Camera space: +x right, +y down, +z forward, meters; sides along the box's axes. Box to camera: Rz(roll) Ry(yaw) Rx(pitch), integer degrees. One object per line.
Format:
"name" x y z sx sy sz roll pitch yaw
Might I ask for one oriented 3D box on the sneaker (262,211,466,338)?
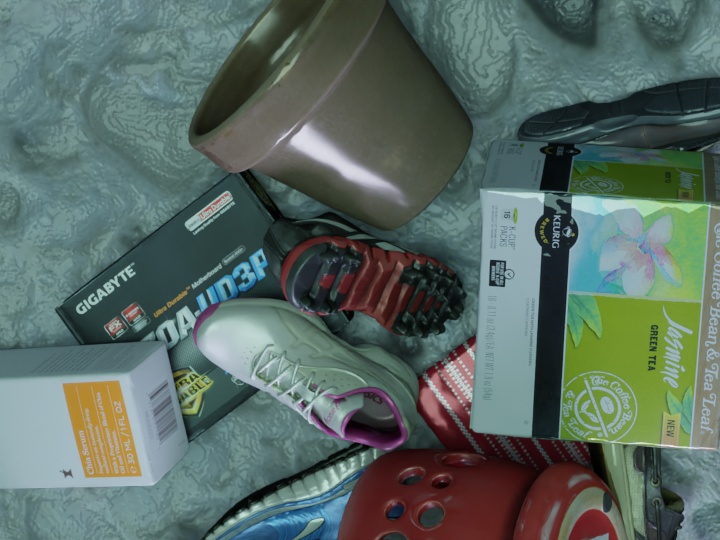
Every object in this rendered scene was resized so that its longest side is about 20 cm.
"sneaker" 0.000 0.000 1.680 0.098 0.199 0.071 41 110 43

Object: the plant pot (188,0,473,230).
"plant pot" -0.010 -0.125 1.649 0.174 0.200 0.200 40 102 -17

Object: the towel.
"towel" 0.151 0.099 1.731 0.199 0.022 0.145 -37 92 11

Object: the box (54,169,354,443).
"box" -0.129 0.034 1.746 0.199 0.046 0.159 -36 94 11

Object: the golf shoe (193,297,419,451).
"golf shoe" -0.039 0.083 1.676 0.199 0.092 0.076 21 114 -14

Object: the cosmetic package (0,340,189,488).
"cosmetic package" -0.251 0.121 1.731 0.198 0.071 0.102 -5 108 25

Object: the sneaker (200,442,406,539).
"sneaker" -0.049 0.217 1.747 0.199 0.079 0.090 -26 92 10

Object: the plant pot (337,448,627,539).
"plant pot" 0.102 0.242 1.638 0.181 0.200 0.202 0 99 32

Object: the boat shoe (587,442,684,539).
"boat shoe" 0.233 0.198 1.703 0.064 0.073 0.201 -15 111 -1

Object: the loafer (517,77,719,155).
"loafer" 0.227 -0.106 1.675 0.198 0.072 0.063 -9 117 15

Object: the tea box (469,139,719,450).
"tea box" 0.188 0.017 1.620 0.195 0.134 0.202 3 110 6
